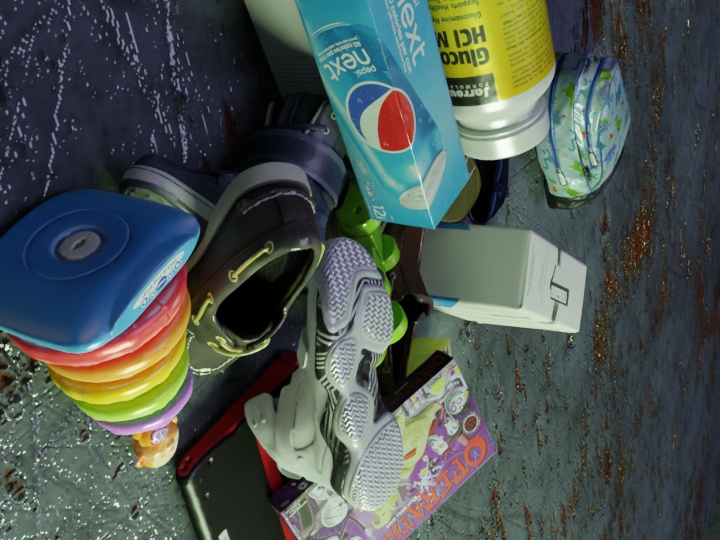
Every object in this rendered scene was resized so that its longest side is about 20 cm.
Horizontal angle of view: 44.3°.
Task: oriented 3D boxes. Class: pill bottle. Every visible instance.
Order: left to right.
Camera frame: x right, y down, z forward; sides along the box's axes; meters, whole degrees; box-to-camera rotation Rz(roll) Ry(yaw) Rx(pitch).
[{"bbox_3d":[0.099,-0.198,0.725,0.113,0.111,0.202,-54,137,-38],"label":"pill bottle"}]

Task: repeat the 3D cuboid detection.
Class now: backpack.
[{"bbox_3d":[0.294,-0.203,1.190,0.201,0.153,0.164,52,59,-34],"label":"backpack"}]

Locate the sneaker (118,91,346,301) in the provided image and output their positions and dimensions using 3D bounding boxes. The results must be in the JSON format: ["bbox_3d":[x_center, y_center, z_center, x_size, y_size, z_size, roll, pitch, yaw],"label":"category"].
[{"bbox_3d":[-0.080,-0.077,0.635,0.202,0.076,0.148,34,69,-57],"label":"sneaker"}]

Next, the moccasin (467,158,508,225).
[{"bbox_3d":[0.134,-0.138,0.972,0.069,0.079,0.202,-68,147,-46],"label":"moccasin"}]

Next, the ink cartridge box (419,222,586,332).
[{"bbox_3d":[0.149,0.010,0.968,0.199,0.144,0.086,18,79,-59],"label":"ink cartridge box"}]

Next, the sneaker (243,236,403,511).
[{"bbox_3d":[-0.035,0.076,0.665,0.075,0.114,0.203,-20,106,-49],"label":"sneaker"}]

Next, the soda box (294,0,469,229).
[{"bbox_3d":[0.021,-0.130,0.652,0.068,0.064,0.201,-53,138,-34],"label":"soda box"}]

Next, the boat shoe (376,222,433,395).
[{"bbox_3d":[0.040,0.026,0.859,0.075,0.074,0.205,36,66,-55],"label":"boat shoe"}]

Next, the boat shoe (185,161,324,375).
[{"bbox_3d":[-0.081,0.019,0.575,0.071,0.202,0.061,-3,55,-30],"label":"boat shoe"}]

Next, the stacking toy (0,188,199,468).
[{"bbox_3d":[-0.147,0.060,0.553,0.116,0.108,0.202,-55,150,-41],"label":"stacking toy"}]

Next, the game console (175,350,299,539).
[{"bbox_3d":[-0.075,0.189,0.753,0.177,0.031,0.202,-42,130,-43],"label":"game console"}]

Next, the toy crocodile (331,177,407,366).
[{"bbox_3d":[0.000,0.000,0.771,0.068,0.061,0.202,61,20,-49],"label":"toy crocodile"}]

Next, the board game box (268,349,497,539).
[{"bbox_3d":[0.026,0.178,0.774,0.199,0.032,0.121,-39,125,-19],"label":"board game box"}]

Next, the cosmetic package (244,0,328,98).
[{"bbox_3d":[-0.025,-0.212,0.694,0.108,0.084,0.202,-56,139,-37],"label":"cosmetic package"}]

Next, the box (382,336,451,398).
[{"bbox_3d":[0.042,0.140,0.882,0.200,0.049,0.076,-44,131,-57],"label":"box"}]

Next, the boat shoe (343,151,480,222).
[{"bbox_3d":[0.044,-0.104,0.834,0.200,0.066,0.072,21,99,-51],"label":"boat shoe"}]
